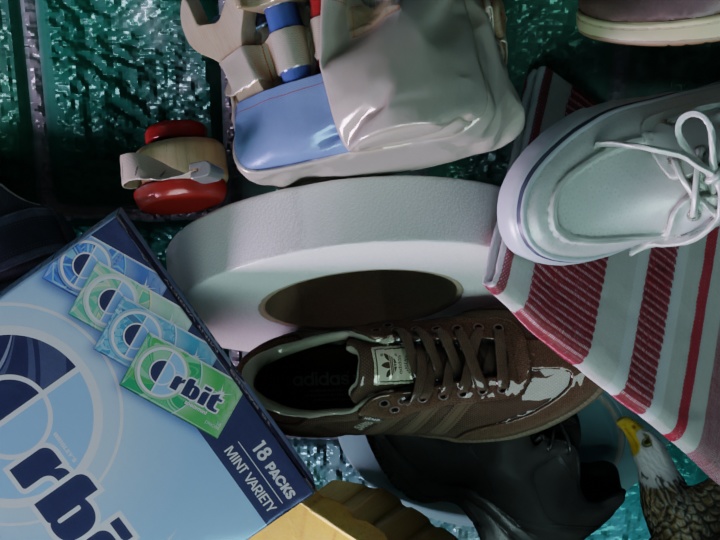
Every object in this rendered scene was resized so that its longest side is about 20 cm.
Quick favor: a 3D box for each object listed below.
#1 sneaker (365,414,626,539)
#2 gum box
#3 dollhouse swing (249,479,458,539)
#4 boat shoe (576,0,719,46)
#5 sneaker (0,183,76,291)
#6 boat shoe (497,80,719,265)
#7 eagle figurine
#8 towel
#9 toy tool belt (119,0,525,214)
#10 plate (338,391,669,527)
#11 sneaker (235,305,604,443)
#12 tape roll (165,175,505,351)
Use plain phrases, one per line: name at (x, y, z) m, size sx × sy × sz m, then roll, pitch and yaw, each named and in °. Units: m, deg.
sneaker at (0.072, 0.096, 1.469) m, size 0.091 × 0.076 × 0.200 m, roll -36°, pitch 133°, yaw 19°
gum box at (-0.151, 0.095, 1.298) m, size 0.200 × 0.045 × 0.170 m, roll -35°, pitch 98°, yaw 3°
dollhouse swing at (0.025, 0.151, 1.434) m, size 0.200 × 0.176 × 0.182 m, roll 33°, pitch 137°, yaw 19°
boat shoe at (0.196, -0.156, 1.251) m, size 0.199 × 0.072 × 0.072 m, roll -8°, pitch 106°, yaw 22°
sneaker at (-0.228, 0.040, 1.368) m, size 0.202 × 0.146 × 0.077 m, roll -28°, pitch 165°, yaw 1°
boat shoe at (0.167, -0.048, 1.273) m, size 0.201 × 0.086 × 0.075 m, roll -17°, pitch 106°, yaw -27°
eagle figurine at (0.199, 0.131, 1.438) m, size 0.200 × 0.152 × 0.151 m, roll -31°, pitch 110°, yaw -2°
towel at (0.139, 0.004, 1.349) m, size 0.023 × 0.144 × 0.200 m, roll -20°, pitch 135°, yaw 40°
toy tool belt at (-0.024, -0.105, 1.276) m, size 0.199 × 0.123 × 0.125 m, roll -11°, pitch 168°, yaw 20°
plate at (0.085, 0.094, 1.524) m, size 0.199 × 0.026 × 0.201 m, roll -1°, pitch 136°, yaw -1°
sneaker at (0.030, 0.057, 1.355) m, size 0.199 × 0.071 × 0.076 m, roll -9°, pitch 174°, yaw 16°
tape roll at (0.000, 0.000, 1.358) m, size 0.202 × 0.037 × 0.203 m, roll -6°, pitch 163°, yaw -2°
